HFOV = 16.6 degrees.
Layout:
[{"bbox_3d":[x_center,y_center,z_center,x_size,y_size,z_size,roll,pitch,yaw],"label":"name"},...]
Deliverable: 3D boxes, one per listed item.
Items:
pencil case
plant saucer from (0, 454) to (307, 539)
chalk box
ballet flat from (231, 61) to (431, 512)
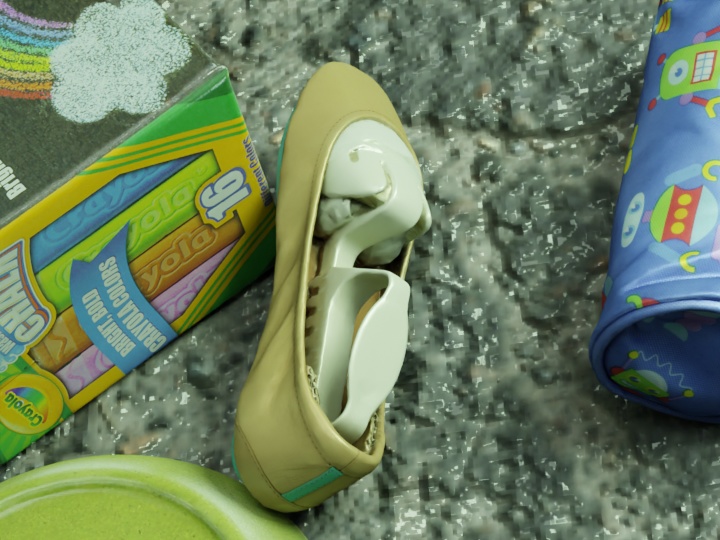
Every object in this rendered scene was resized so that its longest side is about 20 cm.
[{"bbox_3d":[0.142,-0.037,0.947,0.087,0.078,0.201,-18,45,39],"label":"pencil case"},{"bbox_3d":[-0.105,0.146,0.905,0.199,0.031,0.201,-7,53,9],"label":"plant saucer"},{"bbox_3d":[-0.149,-0.019,0.982,0.200,0.124,0.125,-36,54,-12],"label":"chalk box"},{"bbox_3d":[0.000,0.000,0.962,0.063,0.069,0.201,-21,50,43],"label":"ballet flat"}]
